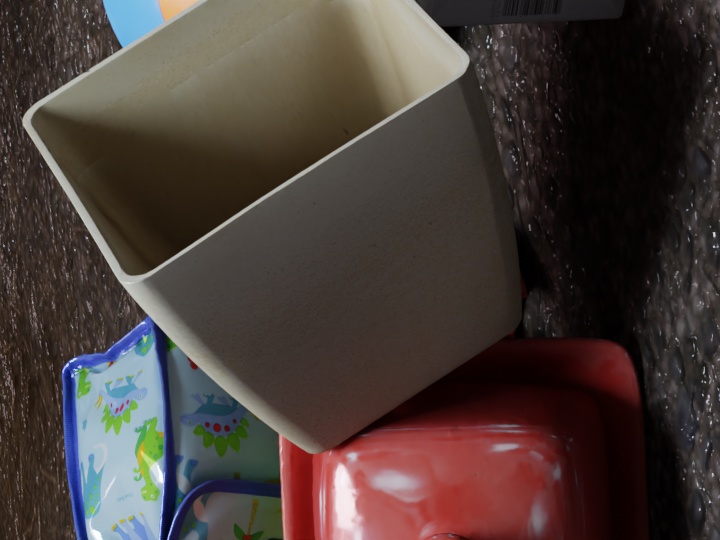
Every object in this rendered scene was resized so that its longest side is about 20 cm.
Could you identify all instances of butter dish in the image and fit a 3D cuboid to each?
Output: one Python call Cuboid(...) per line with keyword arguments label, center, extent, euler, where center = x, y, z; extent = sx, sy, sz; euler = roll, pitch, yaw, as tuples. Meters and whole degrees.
Cuboid(label="butter dish", center=(0.051, 0.145, 1.575), extent=(0.148, 0.199, 0.200), euler=(-58, -35, -79))

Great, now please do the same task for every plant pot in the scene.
Cuboid(label="plant pot", center=(-0.028, -0.028, 1.555), extent=(0.177, 0.200, 0.200), euler=(61, 175, -35))

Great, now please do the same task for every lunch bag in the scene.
Cuboid(label="lunch bag", center=(-0.071, 0.139, 1.733), extent=(0.127, 0.170, 0.200), euler=(-28, 60, 47))

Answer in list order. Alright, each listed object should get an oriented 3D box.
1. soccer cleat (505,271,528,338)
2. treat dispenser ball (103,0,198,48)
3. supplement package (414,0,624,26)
Cuboid(label="soccer cleat", center=(0.052, 0.059, 1.773), extent=(0.077, 0.067, 0.200), euler=(57, 144, 41))
Cuboid(label="treat dispenser ball", center=(-0.056, -0.186, 1.783), extent=(0.201, 0.200, 0.201), euler=(173, 90, -68))
Cuboid(label="supplement package", center=(0.056, -0.227, 1.596), extent=(0.200, 0.121, 0.120), euler=(-125, 37, -51))
